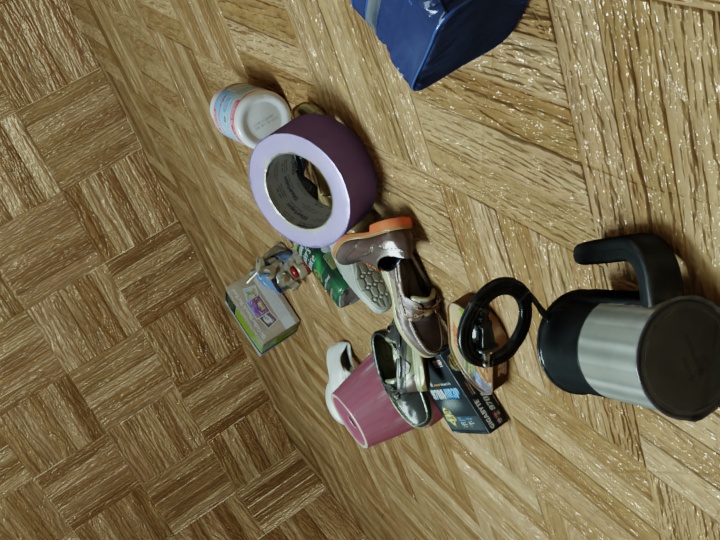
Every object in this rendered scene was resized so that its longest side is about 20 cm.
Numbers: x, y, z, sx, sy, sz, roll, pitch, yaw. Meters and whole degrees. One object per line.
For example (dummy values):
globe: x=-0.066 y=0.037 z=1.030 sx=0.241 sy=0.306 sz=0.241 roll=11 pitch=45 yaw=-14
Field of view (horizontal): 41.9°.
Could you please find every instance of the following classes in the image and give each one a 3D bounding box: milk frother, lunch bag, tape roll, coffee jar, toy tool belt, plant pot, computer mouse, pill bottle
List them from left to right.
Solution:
pill bottle: x=-0.214 y=-0.294 z=1.764 sx=0.200 sy=0.108 sz=0.109 roll=30 pitch=149 yaw=59
toy tool belt: x=-0.205 y=0.011 z=2.292 sx=0.125 sy=0.122 sz=0.200 roll=63 pitch=164 yaw=-17
computer mouse: x=-0.091 y=-0.129 z=1.755 sx=0.139 sy=0.052 sz=0.201 roll=92 pitch=163 yaw=-47
tape roll: x=-0.077 y=-0.144 z=1.515 sx=0.199 sy=0.085 sz=0.201 roll=20 pitch=130 yaw=26
coffee jar: x=-0.065 y=-0.031 z=1.852 sx=0.200 sy=0.085 sz=0.104 roll=53 pitch=164 yaw=20
plant pot: x=0.048 y=0.250 z=1.866 sx=0.200 sy=0.178 sz=0.200 roll=51 pitch=162 yaw=23
lunch bag: x=0.073 y=-0.272 z=0.871 sx=0.133 sy=0.135 sz=0.200 roll=56 pitch=166 yaw=7
milk frother: x=0.227 y=0.072 z=0.939 sx=0.181 sy=0.199 sz=0.188 roll=64 pitch=163 yaw=-8

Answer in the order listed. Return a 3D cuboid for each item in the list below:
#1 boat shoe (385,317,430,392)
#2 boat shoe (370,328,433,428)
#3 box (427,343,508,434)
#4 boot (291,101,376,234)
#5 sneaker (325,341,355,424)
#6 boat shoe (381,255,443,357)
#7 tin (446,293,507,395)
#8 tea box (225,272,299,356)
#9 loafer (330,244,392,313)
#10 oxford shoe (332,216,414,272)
boat shoe: x=0.073 y=0.112 z=1.618 sx=0.073 sy=0.064 sz=0.202 roll=53 pitch=-154 yaw=-74
boat shoe: x=0.069 y=0.203 z=1.748 sx=0.202 sy=0.071 sz=0.066 roll=64 pitch=-168 yaw=11
box: x=0.169 y=0.210 z=1.659 sx=0.160 sy=0.046 sz=0.200 roll=58 pitch=165 yaw=0
boot: x=-0.047 y=-0.163 z=1.585 sx=0.175 sy=0.066 sz=0.201 roll=42 pitch=156 yaw=43
sneaker: x=-0.039 y=0.271 z=2.283 sx=0.088 sy=0.075 sz=0.202 roll=-30 pitch=65 yaw=59
boat shoe: x=0.094 y=0.050 z=1.546 sx=0.072 sy=0.072 sz=0.201 roll=-6 pitch=104 yaw=66
tin: x=0.182 y=0.115 z=1.459 sx=0.112 sy=0.042 sz=0.201 roll=44 pitch=159 yaw=31
tea box: x=-0.289 y=0.119 z=2.739 sx=0.201 sy=0.133 sz=0.197 roll=56 pitch=165 yaw=7
loafer: x=0.000 y=0.000 z=1.743 sx=0.201 sy=0.070 sz=0.070 roll=61 pitch=161 yaw=26
oxford shoe: x=0.017 y=-0.028 z=1.518 sx=0.200 sy=0.071 sz=0.073 roll=-23 pitch=74 yaw=57
